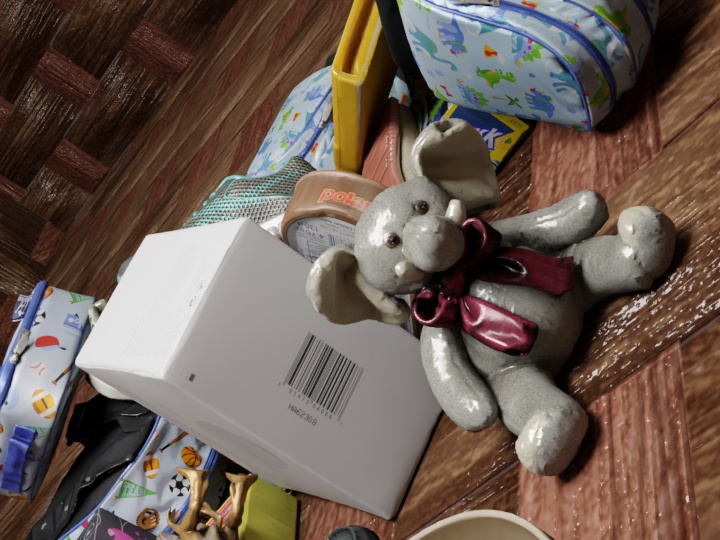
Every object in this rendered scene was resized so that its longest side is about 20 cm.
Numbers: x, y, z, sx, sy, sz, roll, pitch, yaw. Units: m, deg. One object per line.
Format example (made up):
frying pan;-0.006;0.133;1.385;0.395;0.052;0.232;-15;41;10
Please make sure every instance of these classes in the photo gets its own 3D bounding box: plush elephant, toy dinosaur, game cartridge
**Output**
plush elephant;0.064;0.000;0.703;0.166;0.154;0.200;-59;19;-5
toy dinosaur;-0.106;0.202;0.844;0.200;0.059;0.108;171;105;-72
game cartridge;0.012;-0.188;0.994;0.201;0.032;0.179;97;-170;-70

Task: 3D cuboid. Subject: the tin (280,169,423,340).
tin;0.000;0.000;0.847;0.042;0.110;0.201;-60;-18;-24

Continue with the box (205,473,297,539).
box;-0.088;0.250;0.860;0.075;0.050;0.201;-48;21;27

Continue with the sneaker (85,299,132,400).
sneaker;-0.169;0.069;0.998;0.197;0.090;0.077;6;33;30

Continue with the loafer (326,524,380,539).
loafer;-0.028;0.238;0.695;0.068;0.070;0.203;-39;27;42

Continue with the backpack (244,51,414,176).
backpack;-0.030;-0.130;1.201;0.162;0.152;0.203;5;77;62

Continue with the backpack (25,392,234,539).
backpack;-0.203;0.200;1.065;0.191;0.153;0.202;-47;21;36

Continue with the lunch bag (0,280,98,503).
lunch bag;-0.305;0.116;1.081;0.201;0.074;0.162;117;167;-46

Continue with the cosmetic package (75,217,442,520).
cosmetic package;-0.073;0.070;0.845;0.199;0.198;0.124;-5;53;59

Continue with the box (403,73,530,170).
box;0.088;-0.155;1.015;0.065;0.069;0.201;-52;20;21

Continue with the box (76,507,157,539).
box;-0.183;0.304;0.886;0.115;0.131;0.201;-53;20;17

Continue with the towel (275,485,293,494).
towel;-0.070;0.137;1.047;0.087;0.018;0.200;-63;19;-1

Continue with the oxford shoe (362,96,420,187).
oxford shoe;0.045;-0.064;0.954;0.071;0.073;0.202;118;157;-44

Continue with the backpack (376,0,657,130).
backpack;0.111;-0.182;0.823;0.196;0.164;0.156;5;61;18

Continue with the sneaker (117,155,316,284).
sneaker;-0.111;-0.033;0.973;0.197;0.078;0.092;-18;58;2

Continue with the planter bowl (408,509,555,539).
planter bowl;0.061;0.210;0.418;0.201;0.134;0.201;-49;20;25
